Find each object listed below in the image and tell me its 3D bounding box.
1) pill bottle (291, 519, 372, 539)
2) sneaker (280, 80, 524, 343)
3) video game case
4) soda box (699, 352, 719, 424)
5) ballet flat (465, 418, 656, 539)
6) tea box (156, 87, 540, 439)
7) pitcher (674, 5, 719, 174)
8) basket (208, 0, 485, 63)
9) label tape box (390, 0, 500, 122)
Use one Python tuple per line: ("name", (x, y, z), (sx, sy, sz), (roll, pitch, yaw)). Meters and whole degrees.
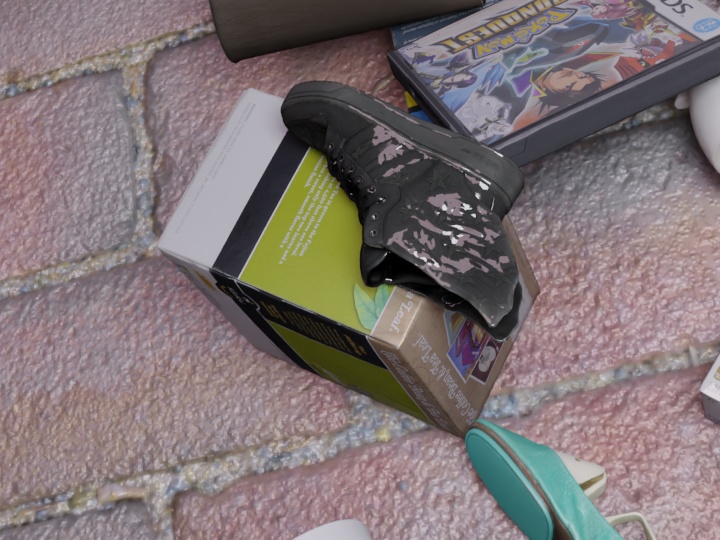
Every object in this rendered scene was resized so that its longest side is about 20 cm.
("pill bottle", (0.010, 0.269, 0.892), (0.112, 0.112, 0.201), (-31, 62, 4))
("sneaker", (0.019, -0.039, 0.824), (0.199, 0.060, 0.105), (23, 71, 21))
("video game case", (0.138, -0.150, 0.957), (0.199, 0.026, 0.181), (-25, 36, -5))
("soda box", (0.324, 0.103, 0.884), (0.199, 0.064, 0.068), (27, 78, 26))
("ballet flat", (0.150, 0.172, 0.922), (0.070, 0.068, 0.200), (-25, 59, -21))
("tea box", (0.000, 0.000, 0.961), (0.196, 0.200, 0.134), (23, 75, 24))
("pitcher", (0.279, -0.155, 0.992), (0.171, 0.121, 0.201), (-10, 52, 34))
("basket", (-0.007, -0.250, 1.036), (0.199, 0.136, 0.181), (0, 110, 10))
("label tape box", (0.102, -0.178, 1.081), (0.143, 0.063, 0.201), (-15, 63, 11))
